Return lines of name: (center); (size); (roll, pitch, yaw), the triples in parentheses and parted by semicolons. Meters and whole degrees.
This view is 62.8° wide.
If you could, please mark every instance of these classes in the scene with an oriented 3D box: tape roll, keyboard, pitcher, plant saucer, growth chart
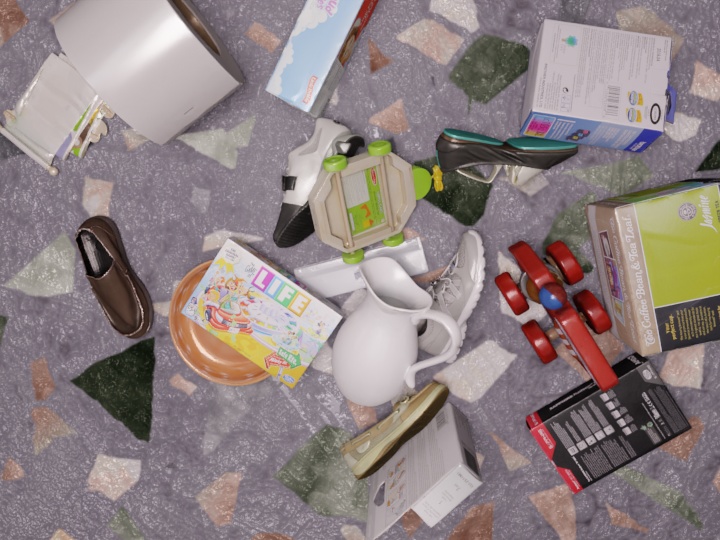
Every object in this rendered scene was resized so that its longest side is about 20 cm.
tape roll: (-0.270, -0.287, 0.776); (0.139, 0.203, 0.203); (-34, 95, 9)
keyboard: (0.000, 0.000, 0.897); (0.200, 0.011, 0.056); (-15, 102, 7)
pitcher: (0.046, 0.107, 0.821); (0.172, 0.121, 0.200); (38, 128, 29)
plant saucer: (-0.193, 0.077, 0.910); (0.200, 0.037, 0.201); (1, 100, 5)
growth chart: (-0.448, -0.242, 0.891); (0.145, 0.018, 0.200); (45, 100, -3)

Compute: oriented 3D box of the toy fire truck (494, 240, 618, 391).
toy fire truck: (0.270, 0.052, 0.801); (0.112, 0.168, 0.200); (-31, 95, 8)

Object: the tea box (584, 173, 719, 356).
tea box: (0.434, -0.014, 0.794); (0.196, 0.134, 0.200); (-12, 97, 6)

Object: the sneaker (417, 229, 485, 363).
sneaker: (0.126, 0.036, 0.856); (0.082, 0.075, 0.200); (15, 100, 1)

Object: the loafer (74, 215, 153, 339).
loafer: (-0.386, 0.016, 0.899); (0.073, 0.071, 0.200); (-22, 96, 8)

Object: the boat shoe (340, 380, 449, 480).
boat shoe: (0.050, 0.233, 0.902); (0.201, 0.073, 0.063); (-49, 62, 15)

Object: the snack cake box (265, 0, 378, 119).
snack cake box: (-0.046, -0.312, 0.797); (0.067, 0.115, 0.200); (28, 100, 0)

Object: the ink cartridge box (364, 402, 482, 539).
ink cartridge box: (0.085, 0.293, 0.837); (0.044, 0.200, 0.174); (43, 100, -4)

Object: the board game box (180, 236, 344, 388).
board game box: (-0.143, 0.061, 0.867); (0.200, 0.034, 0.135); (34, 99, -1)

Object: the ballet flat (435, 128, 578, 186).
ballet flat: (0.200, -0.157, 0.826); (0.200, 0.068, 0.069); (4, 118, -5)

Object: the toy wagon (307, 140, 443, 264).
toy wagon: (0.026, -0.103, 0.835); (0.200, 0.040, 0.155); (-23, 123, -20)

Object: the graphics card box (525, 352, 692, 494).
graphics card box: (0.366, 0.227, 0.880); (0.200, 0.051, 0.126); (-35, 94, 10)

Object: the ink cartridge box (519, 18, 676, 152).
ink cartridge box: (0.324, -0.239, 0.780); (0.200, 0.076, 0.137); (10, 80, 5)

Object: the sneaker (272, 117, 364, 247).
sneaker: (-0.079, -0.128, 0.858); (0.088, 0.074, 0.200); (40, 105, 25)
